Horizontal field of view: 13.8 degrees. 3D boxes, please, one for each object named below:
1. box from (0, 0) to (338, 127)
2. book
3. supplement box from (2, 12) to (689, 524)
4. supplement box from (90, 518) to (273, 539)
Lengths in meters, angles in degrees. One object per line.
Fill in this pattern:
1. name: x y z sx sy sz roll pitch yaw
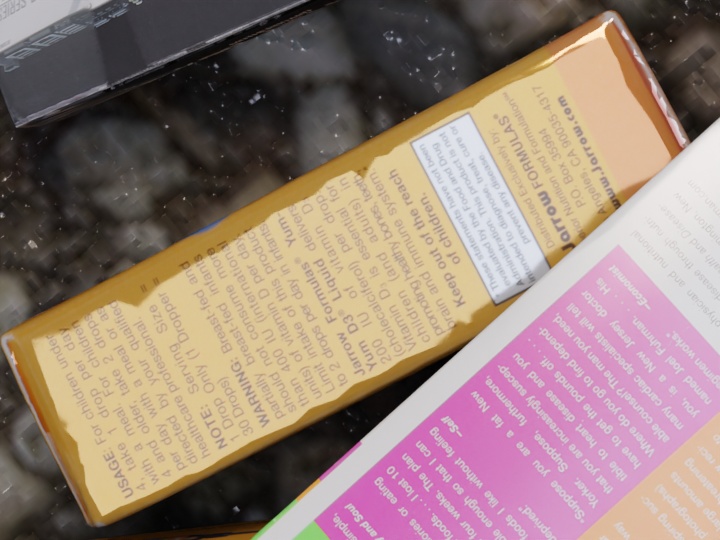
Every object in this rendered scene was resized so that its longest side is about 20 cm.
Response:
1. box: -0.063 -0.163 0.859 0.157 0.050 0.200 -21 91 18
2. book: 0.078 0.061 0.749 0.200 0.048 0.134 -41 82 2
3. supplement box: 0.000 0.000 0.858 0.200 0.067 0.069 -29 89 5
4. supplement box: -0.085 0.114 0.879 0.200 0.067 0.069 -10 92 6
